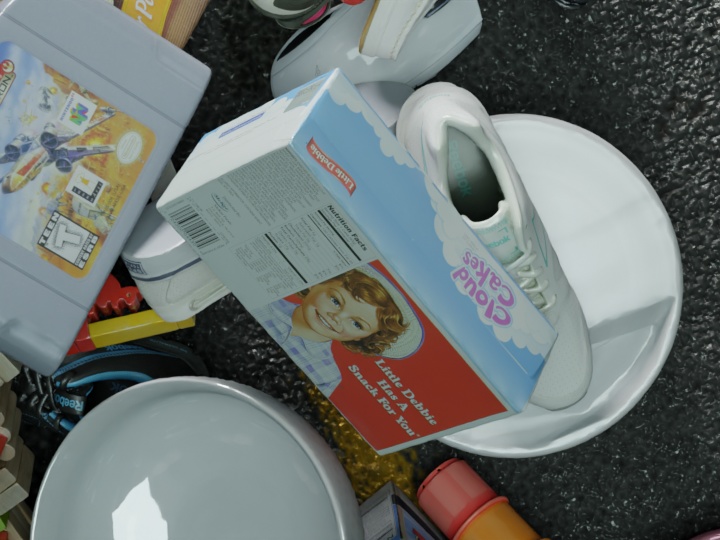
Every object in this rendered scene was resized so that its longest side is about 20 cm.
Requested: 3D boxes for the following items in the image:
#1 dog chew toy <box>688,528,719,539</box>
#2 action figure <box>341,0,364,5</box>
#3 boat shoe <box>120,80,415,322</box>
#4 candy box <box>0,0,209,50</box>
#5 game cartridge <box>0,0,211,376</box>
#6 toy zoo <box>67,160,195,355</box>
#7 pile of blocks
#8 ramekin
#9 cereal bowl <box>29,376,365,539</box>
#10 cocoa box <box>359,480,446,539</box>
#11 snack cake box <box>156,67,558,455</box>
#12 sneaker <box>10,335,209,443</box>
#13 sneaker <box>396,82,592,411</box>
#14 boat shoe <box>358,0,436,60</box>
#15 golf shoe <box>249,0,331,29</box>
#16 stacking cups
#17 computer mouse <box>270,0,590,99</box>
[{"bbox_3d":[0.246,0.263,1.343,0.124,0.125,0.201,-16,108,0],"label":"dog chew toy"},{"bbox_3d":[0.024,-0.244,1.178,0.065,0.099,0.201,17,76,-28],"label":"action figure"},{"bbox_3d":[-0.044,-0.037,1.257,0.199,0.071,0.070,-34,128,-16],"label":"boat shoe"},{"bbox_3d":[-0.146,-0.178,1.255,0.115,0.055,0.201,30,91,-21],"label":"candy box"},{"bbox_3d":[-0.181,-0.060,1.195,0.133,0.041,0.201,32,76,-25],"label":"game cartridge"},{"bbox_3d":[-0.177,-0.014,1.290,0.199,0.020,0.132,-12,68,0],"label":"toy zoo"},{"bbox_3d":[-0.227,0.111,1.247,0.081,0.062,0.201,-4,115,-2],"label":"pile of blocks"},{"bbox_3d":[0.089,0.004,1.300,0.201,0.094,0.204,0,99,-2],"label":"ramekin"},{"bbox_3d":[-0.084,0.160,1.233,0.199,0.083,0.202,-2,86,22],"label":"cereal bowl"},{"bbox_3d":[0.038,0.256,1.322,0.133,0.131,0.200,-41,99,5],"label":"cocoa box"},{"bbox_3d":[0.000,0.000,1.168,0.115,0.067,0.200,-22,117,42],"label":"snack cake box"},{"bbox_3d":[-0.190,0.060,1.304,0.198,0.082,0.074,8,103,-2],"label":"sneaker"},{"bbox_3d":[0.075,-0.006,1.211,0.070,0.080,0.201,-26,101,1],"label":"sneaker"},{"bbox_3d":[0.072,-0.198,1.242,0.069,0.071,0.201,33,89,-4],"label":"boat shoe"},{"bbox_3d":[-0.003,-0.234,1.251,0.077,0.088,0.201,28,89,6],"label":"golf shoe"},{"bbox_3d":[0.108,0.199,1.311,0.200,0.060,0.061,43,97,25],"label":"stacking cups"},{"bbox_3d":[0.034,-0.150,1.297,0.200,0.044,0.110,-38,100,4],"label":"computer mouse"}]
